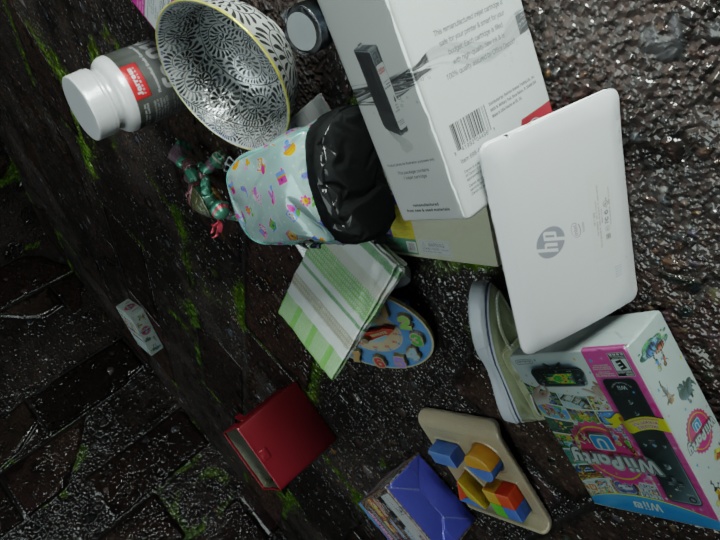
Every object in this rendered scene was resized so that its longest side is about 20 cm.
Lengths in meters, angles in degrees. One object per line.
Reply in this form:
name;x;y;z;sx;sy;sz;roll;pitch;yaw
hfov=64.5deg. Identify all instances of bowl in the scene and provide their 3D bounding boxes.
bowl;-0.148;-0.261;0.718;0.199;0.094;0.202;24;146;17

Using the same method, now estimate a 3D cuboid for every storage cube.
storage cube;-0.198;0.400;1.385;0.201;0.179;0.171;54;150;2

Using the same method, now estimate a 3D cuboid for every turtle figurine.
turtle figurine;-0.267;-0.146;1.026;0.200;0.100;0.151;43;148;30

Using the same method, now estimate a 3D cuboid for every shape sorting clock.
shape sorting clock;0.012;0.090;0.848;0.198;0.039;0.201;14;140;12

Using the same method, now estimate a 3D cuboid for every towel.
towel;-0.030;0.026;0.770;0.149;0.031;0.201;48;122;31

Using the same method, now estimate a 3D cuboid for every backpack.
backpack;-0.066;-0.102;0.685;0.199;0.126;0.169;-2;101;48

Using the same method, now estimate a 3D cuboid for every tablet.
tablet;0.174;-0.034;0.482;0.014;0.129;0.201;45;157;62

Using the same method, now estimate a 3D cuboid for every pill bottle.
pill bottle;-0.334;-0.283;0.871;0.114;0.199;0.115;34;145;29

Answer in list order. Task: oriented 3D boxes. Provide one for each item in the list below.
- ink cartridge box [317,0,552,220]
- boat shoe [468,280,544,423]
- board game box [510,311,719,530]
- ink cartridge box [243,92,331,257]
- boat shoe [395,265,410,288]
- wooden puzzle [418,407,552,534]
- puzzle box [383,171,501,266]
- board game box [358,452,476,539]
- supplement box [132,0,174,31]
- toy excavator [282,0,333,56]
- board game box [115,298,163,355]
ink cartridge box;0.072;-0.163;0.475;0.083;0.144;0.201;5;124;53
boat shoe;0.180;0.096;0.675;0.062;0.072;0.201;-9;119;30
board game box;0.267;0.149;0.580;0.201;0.064;0.147;58;150;-7
ink cartridge box;-0.054;-0.119;0.802;0.173;0.044;0.201;-28;98;34
boat shoe;0.000;0.000;0.823;0.199;0.068;0.057;-14;69;55
wooden puzzle;0.182;0.317;0.897;0.185;0.046;0.201;-9;112;57
puzzle box;0.075;-0.079;0.661;0.199;0.025;0.134;11;123;50
board game box;0.103;0.467;1.107;0.160;0.097;0.200;47;149;12
supplement box;-0.255;-0.403;0.740;0.201;0.101;0.103;52;149;3
toy excavator;0.008;-0.306;0.492;0.199;0.100;0.196;3;126;38
board game box;-0.889;0.228;2.302;0.147;0.064;0.201;20;137;43
